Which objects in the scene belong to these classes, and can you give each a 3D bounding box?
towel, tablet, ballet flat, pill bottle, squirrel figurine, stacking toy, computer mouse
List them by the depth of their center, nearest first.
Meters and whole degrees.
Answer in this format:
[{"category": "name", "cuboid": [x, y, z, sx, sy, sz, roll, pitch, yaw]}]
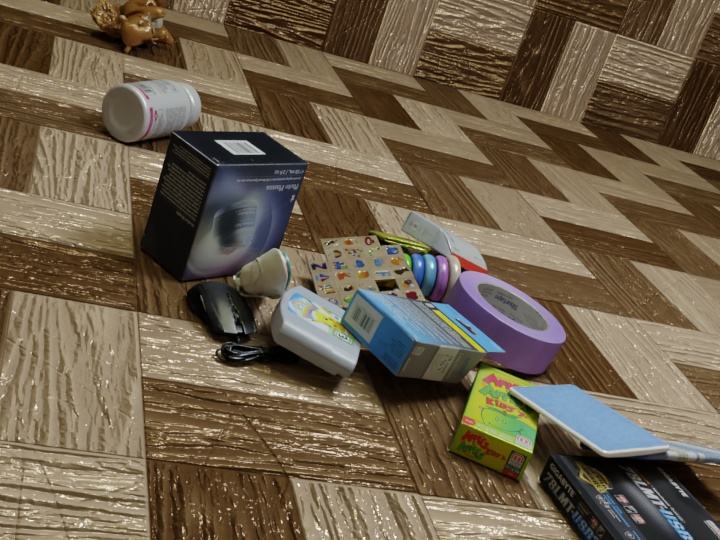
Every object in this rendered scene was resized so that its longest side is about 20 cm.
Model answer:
[{"category": "tablet", "cuboid": [0.309, 0.203, 1.400, 0.130, 0.014, 0.200, 2, 19, -33]}, {"category": "towel", "cuboid": [0.429, 0.258, 1.449, 0.199, 0.024, 0.147, 8, -4, -27]}, {"category": "computer mouse", "cuboid": [-0.160, 0.064, 1.457, 0.140, 0.046, 0.200, 6, 26, -30]}, {"category": "ballet flat", "cuboid": [-0.149, 0.013, 1.487, 0.069, 0.070, 0.200, 14, -10, -13]}, {"category": "stacking toy", "cuboid": [0.067, 0.002, 1.756, 0.199, 0.086, 0.085, 9, 24, -12]}, {"category": "towel", "cuboid": [0.068, -0.052, 1.874, 0.086, 0.018, 0.200, 13, 4, -8]}, {"category": "pill bottle", "cuboid": [-0.414, -0.324, 2.057, 0.113, 0.114, 0.200, 27, 23, 18]}, {"category": "squirrel figurine", "cuboid": [-0.594, -0.628, 2.633, 0.199, 0.142, 0.187, 6, 33, 3]}]

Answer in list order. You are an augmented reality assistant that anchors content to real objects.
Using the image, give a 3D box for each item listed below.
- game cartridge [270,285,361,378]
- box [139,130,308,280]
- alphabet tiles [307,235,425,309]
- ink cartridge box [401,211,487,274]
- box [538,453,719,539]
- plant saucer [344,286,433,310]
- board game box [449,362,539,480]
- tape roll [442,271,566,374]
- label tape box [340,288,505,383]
[{"category": "game cartridge", "cuboid": [-0.061, 0.081, 1.459, 0.133, 0.041, 0.200, 26, 14, -3]}, {"category": "box", "cuboid": [-0.211, -0.103, 1.600, 0.123, 0.199, 0.200, 37, 28, 32]}, {"category": "alphabet tiles", "cuboid": [0.000, 0.000, 1.677, 0.166, 0.008, 0.200, -4, 34, -12]}, {"category": "ink cartridge box", "cuboid": [0.192, -0.032, 1.909, 0.200, 0.057, 0.162, 29, 4, 33]}, {"category": "box", "cuboid": [0.358, 0.316, 1.305, 0.198, 0.050, 0.200, 7, 26, -26]}, {"category": "plant saucer", "cuboid": [0.069, 0.076, 1.643, 0.199, 0.032, 0.200, 16, 22, -7]}, {"category": "board game box", "cuboid": [0.193, 0.205, 1.422, 0.101, 0.048, 0.200, 22, 22, 7]}, {"category": "tape roll", "cuboid": [0.234, 0.083, 1.675, 0.199, 0.066, 0.200, 25, 20, -10]}, {"category": "label tape box", "cuboid": [0.092, 0.098, 1.486, 0.199, 0.063, 0.144, 12, 22, -44]}]
